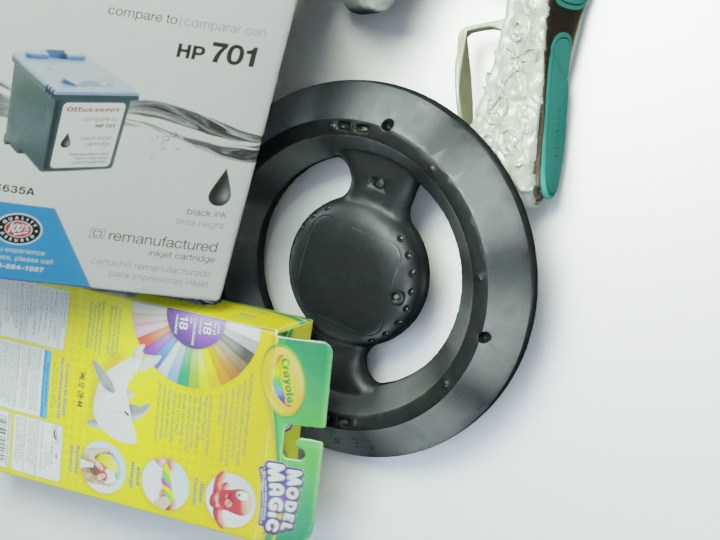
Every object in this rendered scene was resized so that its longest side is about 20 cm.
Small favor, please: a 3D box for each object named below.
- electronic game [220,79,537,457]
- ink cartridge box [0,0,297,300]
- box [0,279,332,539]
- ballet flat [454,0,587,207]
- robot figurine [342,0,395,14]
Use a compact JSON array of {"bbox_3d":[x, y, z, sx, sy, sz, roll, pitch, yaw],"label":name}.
[{"bbox_3d":[0.000,0.000,0.992,0.199,0.042,0.201,5,102,26],"label":"electronic game"},{"bbox_3d":[-0.121,-0.095,0.919,0.146,0.086,0.201,6,123,-18],"label":"ink cartridge box"},{"bbox_3d":[-0.104,0.069,1.005,0.199,0.048,0.118,13,104,24],"label":"box"},{"bbox_3d":[0.083,-0.132,0.973,0.071,0.072,0.201,11,92,13],"label":"ballet flat"},{"bbox_3d":[0.009,-0.235,0.967,0.169,0.113,0.201,13,94,-14],"label":"robot figurine"}]
